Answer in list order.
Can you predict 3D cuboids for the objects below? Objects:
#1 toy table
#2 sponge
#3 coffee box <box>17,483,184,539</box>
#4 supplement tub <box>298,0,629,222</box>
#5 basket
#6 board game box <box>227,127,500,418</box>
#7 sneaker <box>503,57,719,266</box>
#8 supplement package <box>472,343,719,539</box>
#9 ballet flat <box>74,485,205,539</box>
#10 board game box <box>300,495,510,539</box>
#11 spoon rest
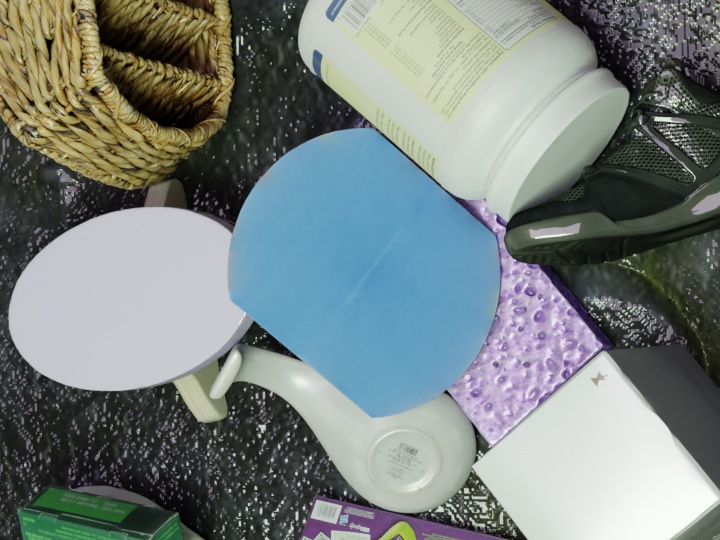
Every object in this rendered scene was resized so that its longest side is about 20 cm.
[{"bbox_3d":[-0.144,0.023,1.696,0.200,0.117,0.184,-1,89,22],"label":"toy table"},{"bbox_3d":[0.077,0.015,1.655,0.112,0.030,0.200,-42,75,16],"label":"sponge"},{"bbox_3d":[-0.176,0.258,1.693,0.123,0.044,0.200,8,121,30],"label":"coffee box"},{"bbox_3d":[0.071,-0.140,1.596,0.200,0.145,0.145,42,104,17],"label":"supplement tub"},{"bbox_3d":[-0.163,-0.155,1.656,0.149,0.200,0.143,-41,68,16],"label":"basket"},{"bbox_3d":[0.000,0.000,1.614,0.200,0.039,0.158,40,77,-15],"label":"board game box"},{"bbox_3d":[0.184,-0.072,1.572,0.199,0.076,0.114,-18,75,-1],"label":"sneaker"},{"bbox_3d":[0.180,0.131,1.521,0.120,0.200,0.121,-42,75,16],"label":"supplement package"},{"bbox_3d":[-0.156,0.215,1.727,0.200,0.069,0.070,25,99,20],"label":"ballet flat"},{"bbox_3d":[0.041,0.238,1.642,0.200,0.032,0.120,11,63,22],"label":"board game box"},{"bbox_3d":[-0.010,0.105,1.651,0.200,0.061,0.099,27,106,-12],"label":"spoon rest"}]
